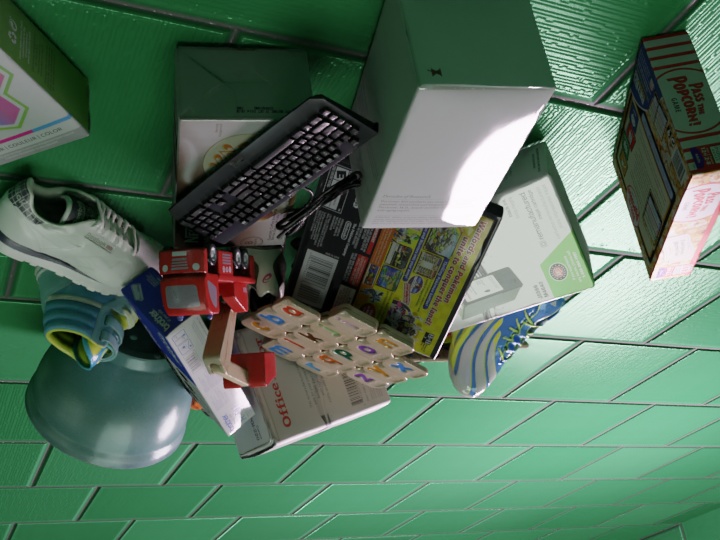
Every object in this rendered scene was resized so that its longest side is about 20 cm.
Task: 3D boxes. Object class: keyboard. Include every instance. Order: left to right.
[{"bbox_3d":[-0.063,-0.075,0.792,0.199,0.021,0.127,-31,147,33],"label":"keyboard"}]

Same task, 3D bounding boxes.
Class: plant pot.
[{"bbox_3d":[-0.288,0.120,1.100,0.199,0.201,0.135,10,121,-31],"label":"plant pot"}]

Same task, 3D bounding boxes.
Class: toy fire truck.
[{"bbox_3d":[-0.137,0.050,0.892,0.048,0.142,0.200,-4,177,12],"label":"toy fire truck"}]

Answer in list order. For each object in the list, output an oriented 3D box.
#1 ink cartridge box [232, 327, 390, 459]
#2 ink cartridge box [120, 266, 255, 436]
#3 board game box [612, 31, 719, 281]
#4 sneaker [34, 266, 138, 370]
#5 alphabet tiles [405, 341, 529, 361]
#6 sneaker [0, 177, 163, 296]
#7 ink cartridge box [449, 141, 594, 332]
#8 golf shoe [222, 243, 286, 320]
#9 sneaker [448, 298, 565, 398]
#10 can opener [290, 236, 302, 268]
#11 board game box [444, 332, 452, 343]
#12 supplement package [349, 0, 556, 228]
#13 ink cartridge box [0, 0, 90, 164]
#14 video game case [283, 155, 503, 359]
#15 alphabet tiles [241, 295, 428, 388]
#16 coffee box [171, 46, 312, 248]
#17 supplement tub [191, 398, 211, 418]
[{"bbox_3d":[-0.078,0.135,1.145,0.199,0.147,0.085,-12,167,-45],"label":"ink cartridge box"},{"bbox_3d":[-0.185,0.093,0.994,0.044,0.094,0.201,-39,142,-18],"label":"ink cartridge box"},{"bbox_3d":[0.296,-0.103,0.877,0.046,0.153,0.200,-10,153,2],"label":"board game box"},{"bbox_3d":[-0.261,0.051,1.015,0.198,0.131,0.080,4,148,-24],"label":"sneaker"},{"bbox_3d":[0.108,0.075,1.165,0.198,0.167,0.008,1,112,-20],"label":"alphabet tiles"},{"bbox_3d":[-0.271,-0.034,0.924,0.199,0.077,0.080,18,132,-43],"label":"sneaker"},{"bbox_3d":[0.131,-0.028,0.977,0.199,0.084,0.146,-20,118,19],"label":"ink cartridge box"},{"bbox_3d":[-0.126,0.027,1.060,0.077,0.089,0.200,-5,153,-11],"label":"golf shoe"},{"bbox_3d":[0.172,0.055,1.051,0.075,0.201,0.105,28,166,-27],"label":"sneaker"},{"bbox_3d":[0.000,0.000,1.054,0.199,0.064,0.078,8,149,-44],"label":"can opener"},{"bbox_3d":[0.073,0.050,1.127,0.198,0.102,0.048,-1,110,-24],"label":"board game box"},{"bbox_3d":[0.067,-0.137,0.782,0.116,0.118,0.200,-1,152,-14],"label":"supplement package"},{"bbox_3d":[-0.303,-0.162,0.683,0.103,0.060,0.200,-16,151,12],"label":"ink cartridge box"},{"bbox_3d":[0.027,-0.014,0.935,0.179,0.026,0.201,21,127,0],"label":"video game case"},{"bbox_3d":[-0.028,0.082,1.015,0.195,0.015,0.200,28,153,-23],"label":"alphabet tiles"},{"bbox_3d":[-0.114,-0.105,0.824,0.113,0.080,0.200,-1,151,-15],"label":"coffee box"},{"bbox_3d":[-0.140,0.148,1.240,0.199,0.123,0.122,12,146,-33],"label":"supplement tub"}]
